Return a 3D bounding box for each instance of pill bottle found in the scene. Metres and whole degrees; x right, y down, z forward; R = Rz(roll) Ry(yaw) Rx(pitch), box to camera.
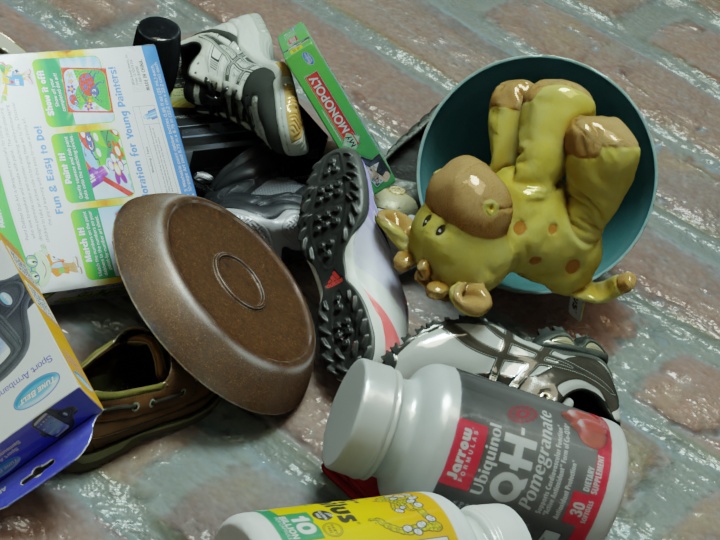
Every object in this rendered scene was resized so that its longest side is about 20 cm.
[{"bbox_3d":[0.079,0.131,1.364,0.200,0.111,0.111,19,34,-13],"label":"pill bottle"},{"bbox_3d":[0.011,0.203,1.251,0.200,0.113,0.113,-3,40,-28],"label":"pill bottle"}]

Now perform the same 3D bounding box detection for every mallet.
[{"bbox_3d":[-0.218,-0.136,1.595,0.041,0.066,0.200,29,51,19],"label":"mallet"}]

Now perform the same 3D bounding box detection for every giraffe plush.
[{"bbox_3d":[0.105,-0.041,1.490,0.162,0.200,0.173,-12,13,-30],"label":"giraffe plush"}]

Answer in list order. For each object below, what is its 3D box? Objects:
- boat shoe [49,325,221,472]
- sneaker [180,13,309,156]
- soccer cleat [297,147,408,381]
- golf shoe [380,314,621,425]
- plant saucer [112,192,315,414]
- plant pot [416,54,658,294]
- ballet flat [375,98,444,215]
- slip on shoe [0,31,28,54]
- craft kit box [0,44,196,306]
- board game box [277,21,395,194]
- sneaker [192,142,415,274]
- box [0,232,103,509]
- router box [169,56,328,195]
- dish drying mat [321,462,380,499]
[{"bbox_3d":[-0.150,0.076,1.389,0.072,0.068,0.200,31,36,18],"label":"boat shoe"},{"bbox_3d":[-0.102,-0.146,1.629,0.088,0.076,0.200,-16,33,-10],"label":"sneaker"},{"bbox_3d":[0.000,0.000,1.518,0.073,0.068,0.200,22,52,-48],"label":"soccer cleat"},{"bbox_3d":[0.110,0.089,1.455,0.200,0.078,0.095,0,39,-22],"label":"golf shoe"},{"bbox_3d":[-0.100,0.016,1.444,0.200,0.034,0.200,39,27,-24],"label":"plant saucer"},{"bbox_3d":[0.152,-0.076,1.661,0.200,0.200,0.135,23,-1,6],"label":"plant pot"},{"bbox_3d":[0.049,-0.100,1.735,0.066,0.057,0.200,22,35,6],"label":"ballet flat"},{"bbox_3d":[-0.361,-0.203,1.676,0.200,0.076,0.061,18,40,13],"label":"slip on shoe"},{"bbox_3d":[-0.229,-0.073,1.497,0.197,0.049,0.200,-6,74,-35],"label":"craft kit box"},{"bbox_3d":[-0.023,-0.142,1.650,0.135,0.029,0.200,57,3,-12],"label":"board game box"},{"bbox_3d":[-0.043,-0.053,1.608,0.200,0.076,0.114,2,40,-19],"label":"sneaker"},{"bbox_3d":[-0.258,0.071,1.316,0.119,0.041,0.200,-36,48,-1],"label":"box"},{"bbox_3d":[-0.153,-0.133,1.688,0.200,0.052,0.157,-8,42,-33],"label":"router box"},{"bbox_3d":[0.066,0.136,1.452,0.200,0.018,0.077,-20,51,-42],"label":"dish drying mat"}]
